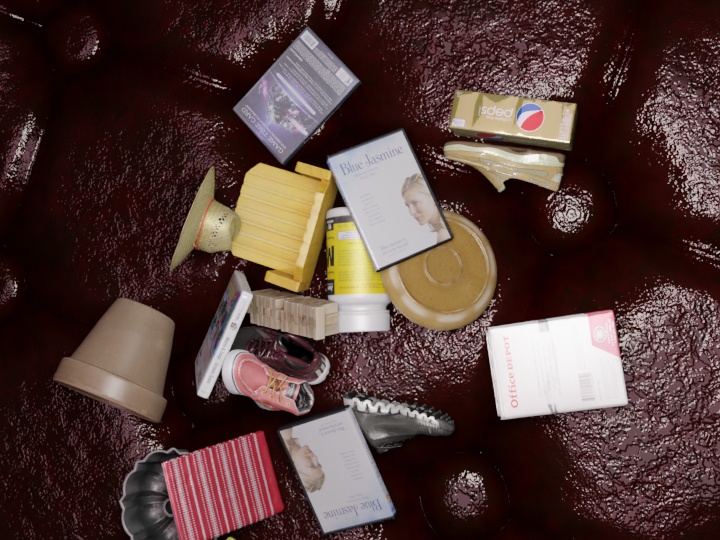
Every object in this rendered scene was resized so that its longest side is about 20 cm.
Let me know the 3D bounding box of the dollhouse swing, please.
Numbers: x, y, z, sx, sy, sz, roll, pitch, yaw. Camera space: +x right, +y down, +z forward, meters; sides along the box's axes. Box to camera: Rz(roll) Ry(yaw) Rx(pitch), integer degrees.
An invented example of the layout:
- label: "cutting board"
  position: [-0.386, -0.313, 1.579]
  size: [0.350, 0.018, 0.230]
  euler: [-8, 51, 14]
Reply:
- label: "dollhouse swing"
  position: [-0.146, -0.089, 1.532]
  size: [0.174, 0.182, 0.203]
  euler: [18, 93, 5]

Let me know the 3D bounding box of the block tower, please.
- label: "block tower"
  position: [-0.113, 0.071, 1.513]
  size: [0.199, 0.057, 0.055]
  euler: [10, 105, 50]

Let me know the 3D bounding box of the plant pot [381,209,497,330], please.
- label: "plant pot"
  position: [0.131, -0.006, 1.462]
  size: [0.197, 0.027, 0.203]
  euler: [3, 76, -12]

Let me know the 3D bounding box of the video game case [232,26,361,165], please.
- label: "video game case"
  position: [-0.114, -0.308, 1.601]
  size: [0.200, 0.019, 0.143]
  euler: [-45, 76, 10]

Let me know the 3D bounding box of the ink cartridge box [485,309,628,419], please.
- label: "ink cartridge box"
  position: [0.306, 0.148, 1.423]
  size: [0.197, 0.085, 0.148]
  euler: [-9, 85, 14]

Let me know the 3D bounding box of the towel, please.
- label: "towel"
  position: [-0.229, 0.365, 1.528]
  size: [0.022, 0.198, 0.147]
  euler: [-25, 79, 55]

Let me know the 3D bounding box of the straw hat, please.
- label: "straw hat"
  position: [-0.251, -0.072, 1.557]
  size: [0.084, 0.201, 0.203]
  euler: [22, 94, -6]

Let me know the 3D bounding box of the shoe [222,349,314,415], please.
- label: "shoe"
  position: [-0.147, 0.186, 1.492]
  size: [0.090, 0.200, 0.072]
  euler: [5, 67, 22]

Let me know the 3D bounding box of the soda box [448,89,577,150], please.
- label: "soda box"
  position: [0.248, -0.243, 1.468]
  size: [0.197, 0.068, 0.065]
  euler: [11, 90, 16]

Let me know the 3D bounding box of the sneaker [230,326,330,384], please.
- label: "sneaker"
  position: [-0.149, 0.125, 1.532]
  size: [0.197, 0.116, 0.077]
  euler: [14, 69, 12]

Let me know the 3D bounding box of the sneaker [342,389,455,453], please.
- label: "sneaker"
  position: [0.059, 0.261, 1.501]
  size: [0.197, 0.066, 0.092]
  euler: [9, 92, 20]

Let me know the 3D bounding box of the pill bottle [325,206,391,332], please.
- label: "pill bottle"
  position: [0.000, 0.000, 1.502]
  size: [0.113, 0.114, 0.203]
  euler: [-3, 86, 16]

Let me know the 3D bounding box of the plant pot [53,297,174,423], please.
- label: "plant pot"
  position: [-0.407, 0.150, 1.590]
  size: [0.198, 0.201, 0.176]
  euler: [18, 73, 16]

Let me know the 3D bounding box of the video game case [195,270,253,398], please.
- label: "video game case"
  position: [-0.233, 0.102, 1.530]
  size: [0.023, 0.200, 0.184]
  euler: [23, 94, -14]

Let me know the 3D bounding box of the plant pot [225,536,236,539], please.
- label: "plant pot"
  position: [-0.231, 0.577, 1.501]
  size: [0.200, 0.181, 0.200]
  euler: [42, 99, 9]

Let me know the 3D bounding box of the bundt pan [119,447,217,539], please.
- label: "bundt pan"
  position: [-0.317, 0.409, 1.592]
  size: [0.199, 0.076, 0.205]
  euler: [-1, 87, 15]

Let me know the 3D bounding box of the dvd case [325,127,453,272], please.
- label: "dvd case"
  position: [0.047, -0.115, 1.446]
  size: [0.141, 0.018, 0.202]
  euler: [-23, 83, -16]

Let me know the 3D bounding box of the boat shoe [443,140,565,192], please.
- label: "boat shoe"
  position: [0.228, -0.165, 1.472]
  size: [0.197, 0.072, 0.077]
  euler: [10, 102, 16]

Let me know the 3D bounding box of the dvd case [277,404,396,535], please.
- label: "dvd case"
  position: [-0.040, 0.333, 1.503]
  size: [0.141, 0.018, 0.202]
  euler: [-21, 97, 24]
